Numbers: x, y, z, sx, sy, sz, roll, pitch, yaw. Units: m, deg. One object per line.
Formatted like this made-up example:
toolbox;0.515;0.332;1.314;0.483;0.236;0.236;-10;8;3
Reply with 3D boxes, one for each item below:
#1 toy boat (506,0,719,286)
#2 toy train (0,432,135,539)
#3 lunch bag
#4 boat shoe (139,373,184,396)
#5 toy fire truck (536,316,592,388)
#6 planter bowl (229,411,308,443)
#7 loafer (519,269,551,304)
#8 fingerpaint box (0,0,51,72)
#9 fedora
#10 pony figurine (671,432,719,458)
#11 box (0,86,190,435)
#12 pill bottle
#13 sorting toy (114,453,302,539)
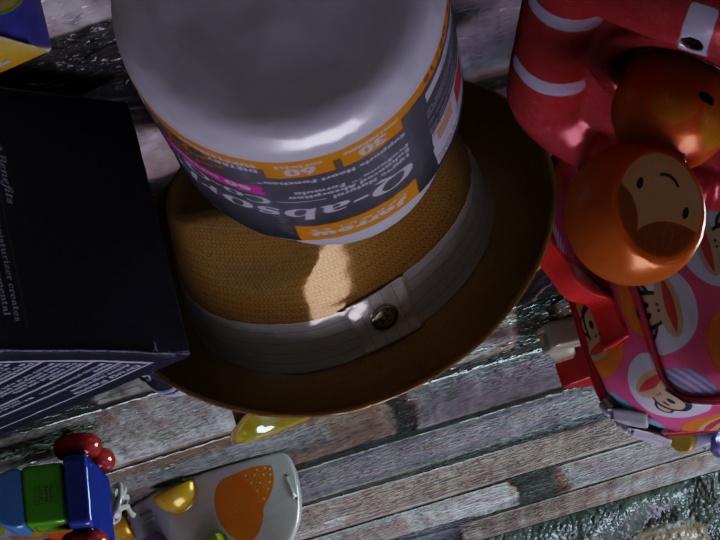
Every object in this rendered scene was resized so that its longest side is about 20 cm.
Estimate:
toy boat;0.112;-0.056;0.955;0.130;0.131;0.200;18;158;5
toy train;-0.230;0.175;1.886;0.115;0.085;0.200;-6;168;1
lunch bag;0.156;-0.025;1.213;0.176;0.201;0.082;-8;164;-22
boat shoe;-0.112;0.021;1.370;0.068;0.072;0.200;-15;165;-15
toy fire truck;0.177;0.036;1.854;0.141;0.049;0.200;-21;167;22
planter bowl;0.000;0.000;1.324;0.200;0.084;0.200;-31;170;-6
loafer;0.102;-0.025;1.430;0.071;0.073;0.200;-11;167;-14
fingerpaint box;-0.217;-0.083;0.777;0.166;0.074;0.200;-21;167;23
fedora;-0.018;-0.031;1.117;0.200;0.201;0.082;-18;137;6
pony figurine;0.333;0.107;2.202;0.193;0.167;0.200;15;-165;39
box;-0.215;0.010;1.067;0.200;0.124;0.198;-22;165;32
pill bottle;-0.020;-0.075;0.966;0.116;0.117;0.200;-17;167;2
sorting toy;-0.122;0.270;2.186;0.107;0.181;0.200;-8;165;-33
